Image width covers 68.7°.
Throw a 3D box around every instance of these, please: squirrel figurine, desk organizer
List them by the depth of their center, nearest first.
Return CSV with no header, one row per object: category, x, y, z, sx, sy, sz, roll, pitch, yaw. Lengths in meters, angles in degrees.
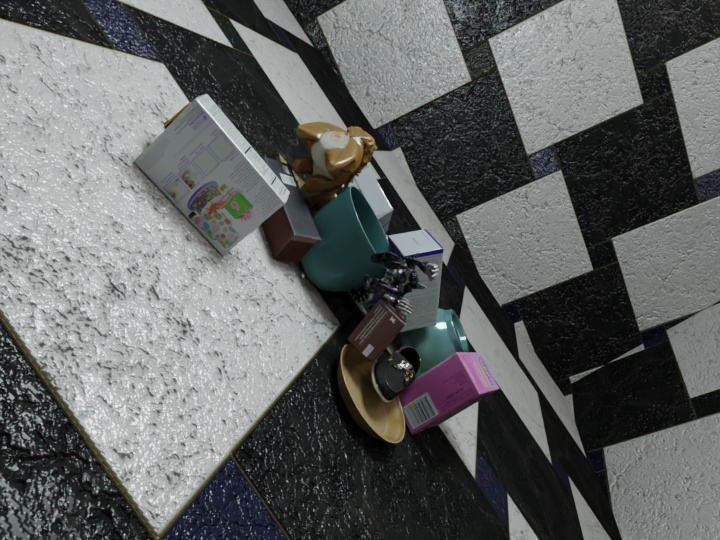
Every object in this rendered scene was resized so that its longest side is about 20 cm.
desk organizer,-0.159,-0.122,1.062,0.071,0.077,0.203,7,50,-46
squirrel figurine,-0.055,-0.215,1.150,0.198,0.189,0.141,-29,61,-37

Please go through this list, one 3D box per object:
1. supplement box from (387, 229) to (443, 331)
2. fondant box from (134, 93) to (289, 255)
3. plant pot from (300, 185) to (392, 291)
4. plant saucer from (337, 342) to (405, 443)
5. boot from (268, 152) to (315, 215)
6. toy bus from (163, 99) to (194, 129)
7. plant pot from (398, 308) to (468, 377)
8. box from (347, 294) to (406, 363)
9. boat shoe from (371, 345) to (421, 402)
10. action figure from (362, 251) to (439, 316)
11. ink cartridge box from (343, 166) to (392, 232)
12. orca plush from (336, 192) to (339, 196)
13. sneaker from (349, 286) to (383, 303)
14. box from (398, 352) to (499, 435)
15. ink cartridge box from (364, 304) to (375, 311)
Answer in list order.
supplement box,0.121,0.024,1.213,0.102,0.101,0.204,-124,-152,-56
fondant box,-0.231,-0.147,0.836,0.201,0.143,0.059,50,17,-18
plant pot,-0.039,-0.049,1.112,0.203,0.158,0.202,57,15,-24
plant saucer,0.013,0.234,0.988,0.201,0.035,0.202,49,19,-23
boot,-0.138,-0.169,1.240,0.200,0.065,0.177,45,22,-35
toy bus,-0.278,-0.242,0.935,0.079,0.065,0.200,53,4,-11
plant pot,0.194,0.177,1.336,0.202,0.132,0.203,54,22,-34
box,0.039,0.114,1.081,0.075,0.101,0.200,41,4,2
boat shoe,0.074,0.200,1.052,0.075,0.062,0.201,59,19,4
action figure,0.085,0.024,1.008,0.101,0.121,0.199,32,9,29
ink cartridge box,0.016,-0.172,1.475,0.147,0.082,0.200,61,-12,14
orca plush,-0.058,-0.190,1.378,0.107,0.070,0.200,67,-11,-23
sneaker,0.000,0.000,1.246,0.088,0.078,0.203,22,38,-47
box,0.193,0.268,1.169,0.098,0.174,0.199,61,18,20
ink cartridge box,0.032,0.059,1.333,0.202,0.042,0.119,57,18,5
